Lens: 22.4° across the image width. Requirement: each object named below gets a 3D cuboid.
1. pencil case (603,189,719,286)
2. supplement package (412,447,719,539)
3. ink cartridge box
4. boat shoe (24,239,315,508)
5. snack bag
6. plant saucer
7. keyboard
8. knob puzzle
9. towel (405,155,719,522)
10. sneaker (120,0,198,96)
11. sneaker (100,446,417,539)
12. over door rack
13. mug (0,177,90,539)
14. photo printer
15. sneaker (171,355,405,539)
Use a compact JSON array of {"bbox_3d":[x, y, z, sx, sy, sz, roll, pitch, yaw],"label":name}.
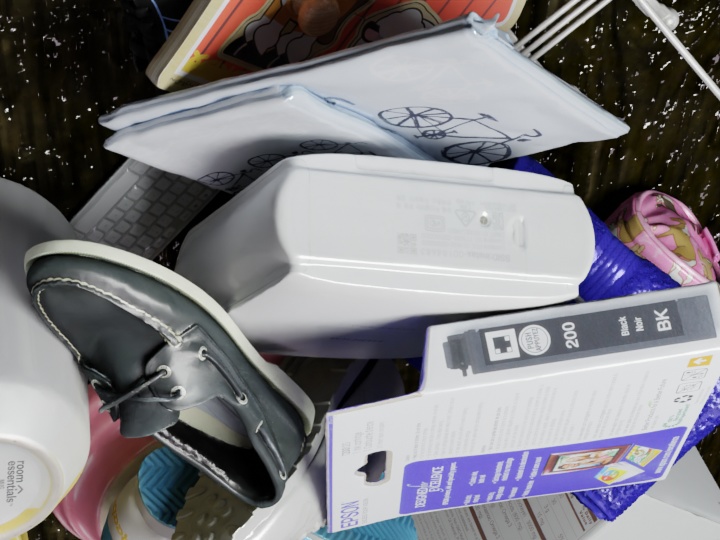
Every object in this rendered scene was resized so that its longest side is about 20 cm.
[{"bbox_3d":[0.137,0.043,1.128,0.087,0.083,0.200,41,114,-5],"label":"pencil case"},{"bbox_3d":[0.134,0.180,1.244,0.117,0.117,0.200,25,120,-41],"label":"supplement package"},{"bbox_3d":[0.076,0.076,0.945,0.200,0.043,0.198,-9,156,-6],"label":"ink cartridge box"},{"bbox_3d":[-0.095,0.058,0.896,0.074,0.066,0.199,-10,144,29],"label":"boat shoe"},{"bbox_3d":[0.010,-0.065,0.863,0.200,0.021,0.189,-12,164,27],"label":"snack bag"},{"bbox_3d":[-0.093,0.120,1.121,0.200,0.051,0.201,-14,139,-13],"label":"plant saucer"},{"bbox_3d":[-0.145,-0.007,0.990,0.056,0.011,0.200,25,119,-42],"label":"keyboard"},{"bbox_3d":[0.023,-0.139,0.844,0.220,0.030,0.220,-25,144,-20],"label":"knob puzzle"},{"bbox_3d":[0.117,0.045,1.061,0.200,0.050,0.148,39,116,-5],"label":"towel"},{"bbox_3d":[-0.082,-0.118,0.856,0.078,0.070,0.200,-40,139,7],"label":"sneaker"},{"bbox_3d":[-0.057,0.150,1.084,0.200,0.077,0.081,13,140,-30],"label":"sneaker"},{"bbox_3d":[0.130,-0.066,0.978,0.148,0.067,0.200,-38,105,15],"label":"over door rack"},{"bbox_3d":[-0.191,0.063,0.925,0.149,0.153,0.187,-36,135,14],"label":"mug"},{"bbox_3d":[0.000,0.000,0.930,0.166,0.070,0.200,4,166,-23],"label":"photo printer"},{"bbox_3d":[-0.030,0.115,1.026,0.076,0.200,0.081,-3,124,40],"label":"sneaker"}]
